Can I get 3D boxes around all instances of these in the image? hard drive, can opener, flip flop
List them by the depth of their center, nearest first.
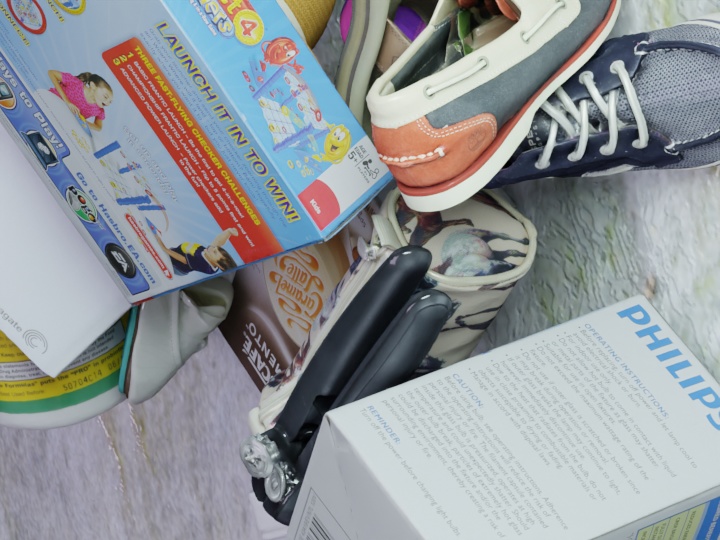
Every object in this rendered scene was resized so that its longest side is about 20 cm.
[{"bbox_3d":[0.024,-0.119,1.450,0.057,0.081,0.200,13,132,4],"label":"flip flop"},{"bbox_3d":[-0.005,0.059,1.480,0.063,0.078,0.200,55,141,30],"label":"can opener"},{"bbox_3d":[-0.154,-0.043,1.626,0.132,0.027,0.200,45,126,-5],"label":"hard drive"}]

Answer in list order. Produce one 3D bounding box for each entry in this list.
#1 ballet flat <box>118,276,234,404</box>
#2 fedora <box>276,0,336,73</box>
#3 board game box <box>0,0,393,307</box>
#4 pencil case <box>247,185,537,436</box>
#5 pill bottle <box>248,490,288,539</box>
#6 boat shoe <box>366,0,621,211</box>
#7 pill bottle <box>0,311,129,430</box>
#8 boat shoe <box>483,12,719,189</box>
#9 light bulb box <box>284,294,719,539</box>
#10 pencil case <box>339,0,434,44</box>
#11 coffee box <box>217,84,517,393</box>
[{"bbox_3d":[-0.099,-0.006,1.682,0.069,0.069,0.201,39,133,42],"label":"ballet flat"},{"bbox_3d":[-0.067,-0.156,1.541,0.200,0.082,0.201,41,166,13],"label":"fedora"},{"bbox_3d":[-0.106,-0.092,1.483,0.196,0.056,0.200,-17,111,55],"label":"board game box"},{"bbox_3d":[0.011,0.032,1.535,0.200,0.089,0.078,123,150,-45],"label":"pencil case"},{"bbox_3d":[0.004,0.211,1.731,0.111,0.111,0.201,-20,88,59],"label":"pill bottle"},{"bbox_3d":[0.063,-0.111,1.398,0.071,0.200,0.063,-4,126,38],"label":"boat shoe"},{"bbox_3d":[-0.198,-0.017,1.746,0.113,0.113,0.201,22,134,52],"label":"pill bottle"},{"bbox_3d":[0.118,-0.072,1.422,0.200,0.092,0.075,-13,95,59],"label":"boat shoe"},{"bbox_3d":[0.075,0.142,1.494,0.125,0.199,0.199,52,144,29],"label":"light bulb box"},{"bbox_3d":[0.050,-0.178,1.484,0.089,0.088,0.200,56,148,25],"label":"pencil case"},{"bbox_3d":[0.000,0.000,1.659,0.115,0.079,0.200,55,145,29],"label":"coffee box"}]
